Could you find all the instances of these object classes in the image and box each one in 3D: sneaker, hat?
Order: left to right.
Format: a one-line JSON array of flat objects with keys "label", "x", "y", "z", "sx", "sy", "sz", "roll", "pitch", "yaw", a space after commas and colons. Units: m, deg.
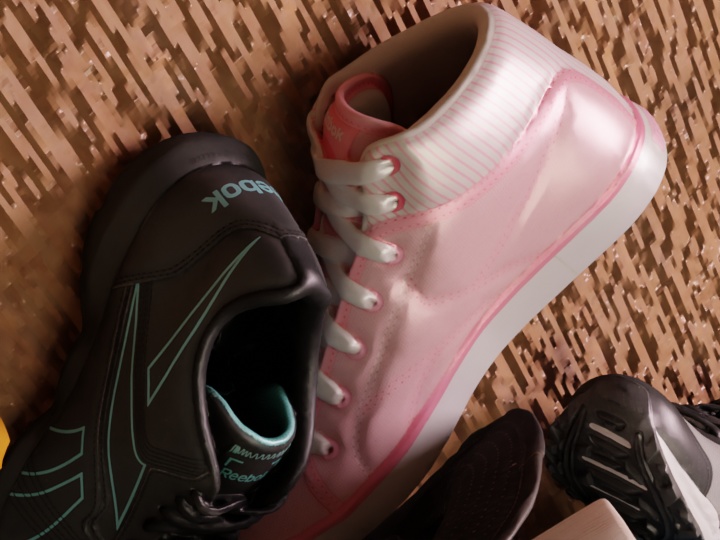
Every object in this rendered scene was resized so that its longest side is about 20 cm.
[{"label": "sneaker", "x": -0.064, "y": 0.060, "z": 0.723, "sx": 0.075, "sy": 0.079, "sz": 0.201, "roll": -5, "pitch": 122, "yaw": -41}, {"label": "sneaker", "x": 0.000, "y": 0.000, "z": 0.750, "sx": 0.200, "sy": 0.075, "sz": 0.105, "roll": -49, "pitch": 127, "yaw": 4}, {"label": "hat", "x": 0.009, "y": 0.141, "z": 0.733, "sx": 0.081, "sy": 0.201, "sz": 0.201, "roll": 44, "pitch": 84, "yaw": -7}, {"label": "sneaker", "x": 0.135, "y": 0.078, "z": 0.934, "sx": 0.080, "sy": 0.074, "sz": 0.200, "roll": -59, "pitch": 146, "yaw": -7}]

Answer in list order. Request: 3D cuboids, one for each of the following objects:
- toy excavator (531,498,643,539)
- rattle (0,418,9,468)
[{"label": "toy excavator", "x": 0.092, "y": 0.144, "z": 0.868, "sx": 0.100, "sy": 0.195, "sz": 0.201, "roll": -31, "pitch": 114, "yaw": -2}, {"label": "rattle", "x": -0.166, "y": 0.128, "z": 0.625, "sx": 0.143, "sy": 0.129, "sz": 0.202, "roll": 54, "pitch": 32, "yaw": -79}]
